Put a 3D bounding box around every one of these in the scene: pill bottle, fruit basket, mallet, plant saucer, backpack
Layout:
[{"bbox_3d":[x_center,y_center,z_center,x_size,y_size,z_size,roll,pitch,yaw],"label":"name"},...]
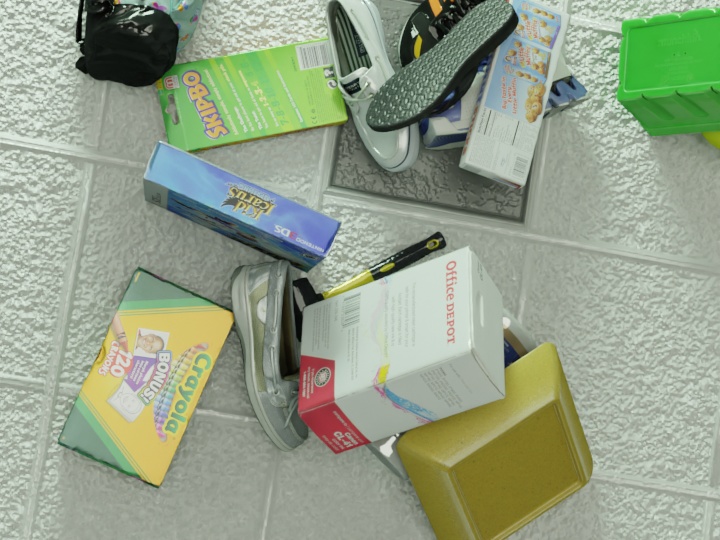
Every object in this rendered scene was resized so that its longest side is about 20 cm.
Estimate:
[{"bbox_3d":[0.087,0.123,1.596,0.111,0.111,0.200,44,81,-2],"label":"pill bottle"},{"bbox_3d":[0.404,-0.208,1.648,0.213,0.216,0.157,5,85,-8],"label":"fruit basket"},{"bbox_3d":[0.000,0.000,1.634,0.199,0.041,0.066,-34,94,-13],"label":"mallet"},{"bbox_3d":[0.156,0.204,1.574,0.199,0.048,0.201,-31,128,-9],"label":"plant saucer"},{"bbox_3d":[-0.222,-0.307,1.576,0.125,0.167,0.202,17,70,-17],"label":"backpack"}]

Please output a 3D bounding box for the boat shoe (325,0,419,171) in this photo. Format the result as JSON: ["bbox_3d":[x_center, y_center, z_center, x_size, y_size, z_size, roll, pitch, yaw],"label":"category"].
[{"bbox_3d":[0.002,-0.202,1.623,0.073,0.067,0.202,-27,77,33],"label":"boat shoe"}]

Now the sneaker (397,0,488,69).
[{"bbox_3d":[0.111,-0.295,1.633,0.070,0.090,0.201,38,71,-3],"label":"sneaker"}]

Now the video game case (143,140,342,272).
[{"bbox_3d":[-0.127,-0.061,1.545,0.198,0.181,0.046,24,84,-5],"label":"video game case"}]

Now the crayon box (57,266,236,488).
[{"bbox_3d":[-0.224,0.113,1.579,0.118,0.058,0.202,24,82,-5],"label":"crayon box"}]

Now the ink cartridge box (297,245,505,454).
[{"bbox_3d":[0.041,0.082,1.514,0.198,0.149,0.086,-19,132,21],"label":"ink cartridge box"}]

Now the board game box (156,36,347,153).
[{"bbox_3d":[-0.120,-0.190,1.635,0.198,0.030,0.097,-11,86,-11],"label":"board game box"}]

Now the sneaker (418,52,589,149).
[{"bbox_3d":[0.145,-0.211,1.654,0.198,0.081,0.116,-18,84,-16],"label":"sneaker"}]

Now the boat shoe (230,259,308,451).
[{"bbox_3d":[-0.085,0.091,1.579,0.064,0.074,0.204,-10,94,19],"label":"boat shoe"}]

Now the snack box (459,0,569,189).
[{"bbox_3d":[0.166,-0.193,1.602,0.071,0.024,0.202,19,77,-11],"label":"snack box"}]

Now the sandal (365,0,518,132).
[{"bbox_3d":[0.093,-0.204,1.579,0.200,0.075,0.048,-41,132,-8],"label":"sandal"}]
